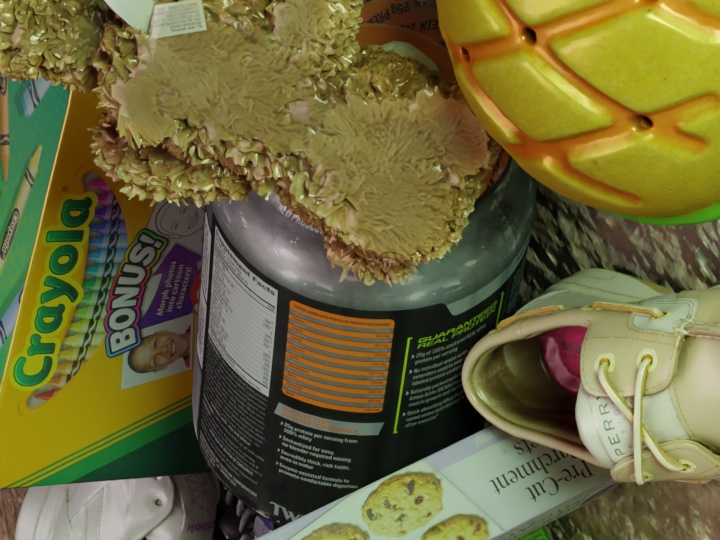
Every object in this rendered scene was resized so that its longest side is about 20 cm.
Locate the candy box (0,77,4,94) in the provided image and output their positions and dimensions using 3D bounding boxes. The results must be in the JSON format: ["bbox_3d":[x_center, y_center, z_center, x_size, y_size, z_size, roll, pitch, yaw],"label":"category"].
[{"bbox_3d":[-0.164,-0.117,1.220,0.072,0.199,0.168,42,148,41],"label":"candy box"}]

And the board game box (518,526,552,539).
[{"bbox_3d":[0.019,0.170,1.113,0.048,0.200,0.102,-33,81,40],"label":"board game box"}]

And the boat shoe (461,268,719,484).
[{"bbox_3d":[0.102,0.043,0.983,0.200,0.069,0.074,4,116,63],"label":"boat shoe"}]

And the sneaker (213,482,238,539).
[{"bbox_3d":[-0.105,0.137,1.489,0.089,0.078,0.201,54,154,29],"label":"sneaker"}]

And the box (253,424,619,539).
[{"bbox_3d":[0.013,0.096,1.052,0.042,0.199,0.039,61,150,12],"label":"box"}]

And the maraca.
[{"bbox_3d":[0.080,-0.105,0.846,0.137,0.107,0.201,22,127,31],"label":"maraca"}]

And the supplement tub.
[{"bbox_3d":[0.000,0.000,1.088,0.123,0.122,0.201,51,152,29],"label":"supplement tub"}]

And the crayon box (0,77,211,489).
[{"bbox_3d":[-0.100,-0.009,1.209,0.058,0.118,0.201,46,129,45],"label":"crayon box"}]

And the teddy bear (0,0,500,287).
[{"bbox_3d":[-0.045,-0.077,0.946,0.199,0.067,0.146,16,117,8],"label":"teddy bear"}]

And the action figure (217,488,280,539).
[{"bbox_3d":[-0.029,0.064,1.275,0.201,0.069,0.130,97,154,-43],"label":"action figure"}]

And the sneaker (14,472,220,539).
[{"bbox_3d":[-0.093,0.074,1.370,0.099,0.075,0.201,28,110,31],"label":"sneaker"}]
